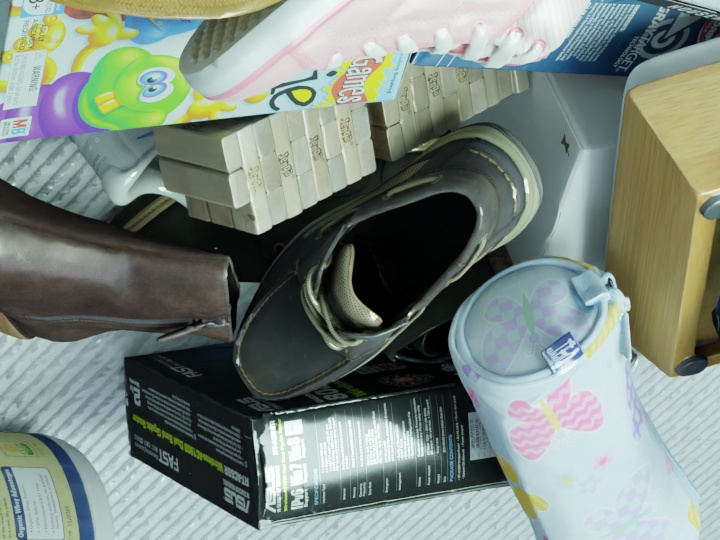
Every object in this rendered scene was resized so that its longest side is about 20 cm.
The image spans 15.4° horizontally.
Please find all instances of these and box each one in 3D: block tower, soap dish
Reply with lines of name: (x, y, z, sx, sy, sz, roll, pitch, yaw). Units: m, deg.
block tower: (-0.007, -0.080, 1.286, 0.200, 0.058, 0.054, -28, 120, -36)
soap dish: (0.202, -0.036, 1.302, 0.157, 0.082, 0.200, -16, 148, -9)

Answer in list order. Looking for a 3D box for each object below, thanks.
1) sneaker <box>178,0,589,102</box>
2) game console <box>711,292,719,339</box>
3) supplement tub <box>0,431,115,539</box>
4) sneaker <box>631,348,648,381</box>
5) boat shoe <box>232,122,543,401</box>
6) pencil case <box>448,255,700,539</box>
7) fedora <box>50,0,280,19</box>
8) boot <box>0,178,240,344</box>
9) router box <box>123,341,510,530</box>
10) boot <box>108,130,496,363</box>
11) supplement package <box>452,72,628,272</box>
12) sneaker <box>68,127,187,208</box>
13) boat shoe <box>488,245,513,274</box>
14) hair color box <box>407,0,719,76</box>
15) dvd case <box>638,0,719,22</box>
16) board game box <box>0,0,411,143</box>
sneaker: (0.025, -0.109, 1.123, 0.200, 0.075, 0.105, -39, 111, -15)
game console: (0.280, 0.026, 1.253, 0.199, 0.119, 0.171, -15, 149, -12)
supplement tub: (-0.250, 0.157, 1.456, 0.199, 0.145, 0.145, 6, 137, -37)
sneaker: (0.163, 0.017, 1.538, 0.200, 0.074, 0.085, -55, 150, 1)
boat shoe: (0.000, 0.000, 1.302, 0.200, 0.075, 0.073, -43, 176, 30)
pencil case: (0.113, 0.083, 1.365, 0.091, 0.083, 0.200, -35, 133, -12)
fedora: (-0.098, -0.163, 1.077, 0.200, 0.201, 0.082, -9, 155, -22)
boot: (-0.145, -0.017, 1.296, 0.165, 0.073, 0.200, 5, 160, 6)
router box: (-0.027, 0.081, 1.457, 0.149, 0.200, 0.063, -9, 101, -24)
boot: (-0.025, 0.003, 1.387, 0.199, 0.139, 0.078, -20, 147, -5)
supplement package: (0.168, -0.084, 1.403, 0.199, 0.120, 0.122, -10, 146, -21)
sneaker: (-0.052, -0.061, 1.330, 0.199, 0.087, 0.075, -7, 142, -27)
boat shoe: (0.058, 0.039, 1.554, 0.070, 0.071, 0.200, -18, 148, -11)
hair color box: (0.101, -0.148, 1.290, 0.199, 0.100, 0.061, 0, 141, -32)
dvd case: (0.183, -0.191, 1.258, 0.199, 0.151, 0.025, 9, 174, -40)
board game box: (-0.079, -0.136, 1.190, 0.199, 0.105, 0.103, -8, 143, -24)
